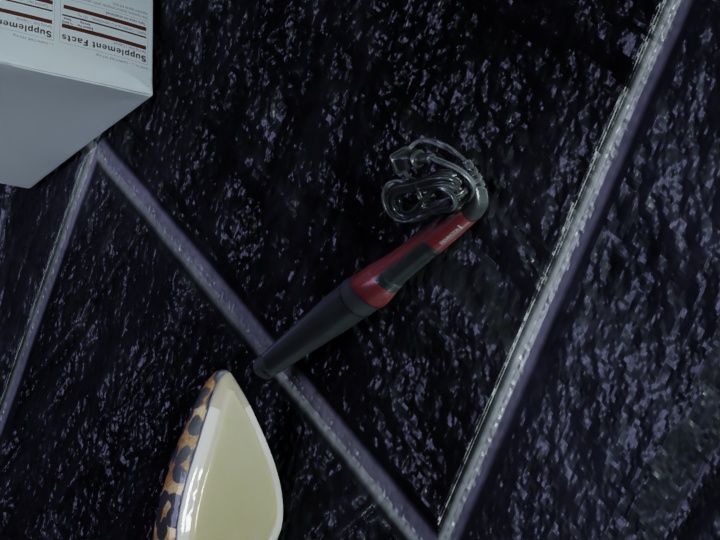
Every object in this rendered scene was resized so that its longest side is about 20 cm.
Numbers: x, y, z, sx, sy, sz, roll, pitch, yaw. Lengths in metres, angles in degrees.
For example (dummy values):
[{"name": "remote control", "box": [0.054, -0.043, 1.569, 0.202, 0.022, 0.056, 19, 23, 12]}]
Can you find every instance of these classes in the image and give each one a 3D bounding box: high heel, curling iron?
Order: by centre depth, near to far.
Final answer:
[{"name": "curling iron", "box": [0.000, 0.000, 0.985, 0.050, 0.026, 0.200, 49, 135, 7]}, {"name": "high heel", "box": [-0.108, 0.149, 1.068, 0.142, 0.071, 0.201, 4, 93, 51]}]

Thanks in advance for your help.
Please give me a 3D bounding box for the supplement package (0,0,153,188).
[{"name": "supplement package", "box": [-0.241, -0.188, 1.310, 0.191, 0.146, 0.201, -26, 60, 52]}]
